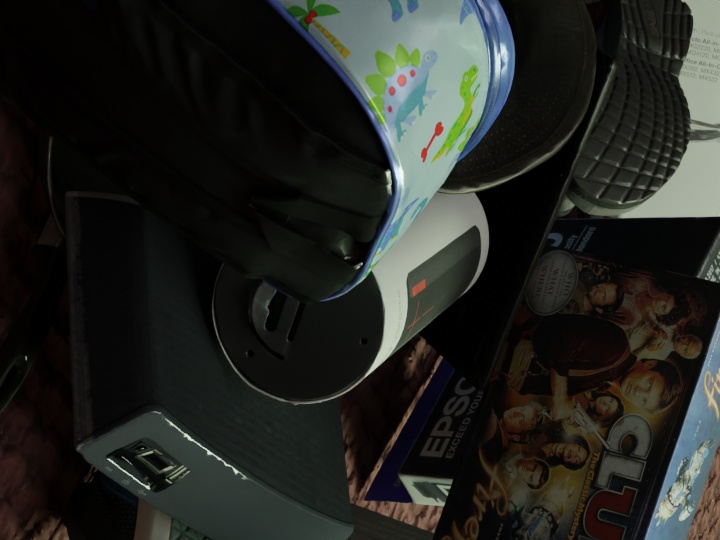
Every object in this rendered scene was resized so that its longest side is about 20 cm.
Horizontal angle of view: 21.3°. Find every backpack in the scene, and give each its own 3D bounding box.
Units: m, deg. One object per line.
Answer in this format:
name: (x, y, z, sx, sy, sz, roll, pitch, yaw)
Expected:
backpack: (-0.038, -0.103, 0.742, 0.147, 0.200, 0.183, -47, 175, -28)

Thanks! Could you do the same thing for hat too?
hat: (0.019, -0.120, 0.969, 0.201, 0.200, 0.081, -56, -176, -29)

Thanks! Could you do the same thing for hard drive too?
hard drive: (-0.063, 0.052, 0.866, 0.200, 0.042, 0.136, 41, 37, -55)

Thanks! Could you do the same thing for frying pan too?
frying pan: (-0.117, -0.023, 0.865, 0.115, 0.031, 0.191, 14, 93, -59)

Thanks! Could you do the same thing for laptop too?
laptop: (0.099, -0.050, 1.083, 0.115, 0.200, 0.188, 12, 107, -30)

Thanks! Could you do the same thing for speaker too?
speaker: (0.000, 0.000, 0.897, 0.200, 0.081, 0.082, -32, 130, -70)

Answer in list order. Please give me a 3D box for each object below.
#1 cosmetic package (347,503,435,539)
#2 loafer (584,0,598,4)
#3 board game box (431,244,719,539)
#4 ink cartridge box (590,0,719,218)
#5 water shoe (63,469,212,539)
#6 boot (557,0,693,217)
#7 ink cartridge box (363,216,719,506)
cosmetic package: (-0.003, 0.236, 1.083, 0.090, 0.106, 0.201, -35, 132, -45)
loafer: (0.085, -0.226, 1.094, 0.073, 0.071, 0.200, -41, 136, 6)
board game box: (0.114, 0.094, 0.976, 0.035, 0.135, 0.201, 24, 83, -41)
ink cartridge box: (0.210, -0.084, 1.270, 0.145, 0.083, 0.201, -69, 170, -85)
water shoe: (-0.106, 0.098, 0.899, 0.072, 0.078, 0.201, 50, 34, -45)
boot: (0.140, -0.072, 1.144, 0.132, 0.070, 0.200, -56, -175, 44)
ink cartridge box: (0.105, 0.053, 1.114, 0.043, 0.199, 0.199, 50, 56, -31)
